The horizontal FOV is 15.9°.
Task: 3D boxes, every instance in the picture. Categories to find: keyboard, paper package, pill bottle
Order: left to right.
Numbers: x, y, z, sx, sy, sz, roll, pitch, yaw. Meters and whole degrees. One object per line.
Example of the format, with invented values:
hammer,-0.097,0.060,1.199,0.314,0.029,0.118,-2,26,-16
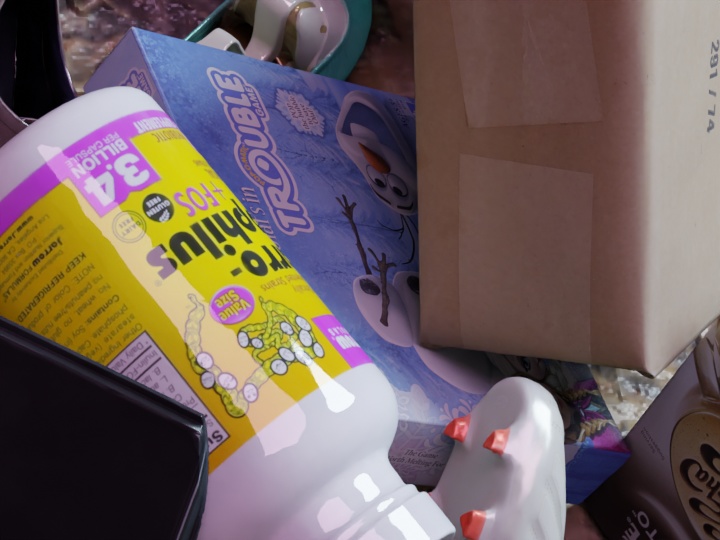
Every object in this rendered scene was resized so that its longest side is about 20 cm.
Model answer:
keyboard,-0.149,0.072,0.890,0.199,0.021,0.128,24,98,19
pill bottle,-0.057,0.039,0.916,0.104,0.104,0.200,-35,78,-29
paper package,0.103,-0.079,1.057,0.103,0.202,0.190,6,19,26

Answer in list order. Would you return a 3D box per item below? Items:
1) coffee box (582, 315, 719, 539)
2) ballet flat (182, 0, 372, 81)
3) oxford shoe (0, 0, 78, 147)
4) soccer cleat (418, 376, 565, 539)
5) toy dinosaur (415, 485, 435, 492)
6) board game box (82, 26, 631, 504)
coffee box,0.182,0.079,1.070,0.080,0.200,0.113,-25,69,-30
ballet flat,-0.052,-0.093,1.178,0.067,0.071,0.200,38,58,8
oxford shoe,-0.153,-0.036,1.078,0.071,0.072,0.202,-6,93,-48
soccer cleat,0.056,0.143,1.007,0.077,0.069,0.202,11,90,-23
toy dinosaur,0.025,0.091,1.117,0.200,0.058,0.101,44,44,3
board game box,0.000,0.000,1.088,0.198,0.043,0.201,9,44,-44
